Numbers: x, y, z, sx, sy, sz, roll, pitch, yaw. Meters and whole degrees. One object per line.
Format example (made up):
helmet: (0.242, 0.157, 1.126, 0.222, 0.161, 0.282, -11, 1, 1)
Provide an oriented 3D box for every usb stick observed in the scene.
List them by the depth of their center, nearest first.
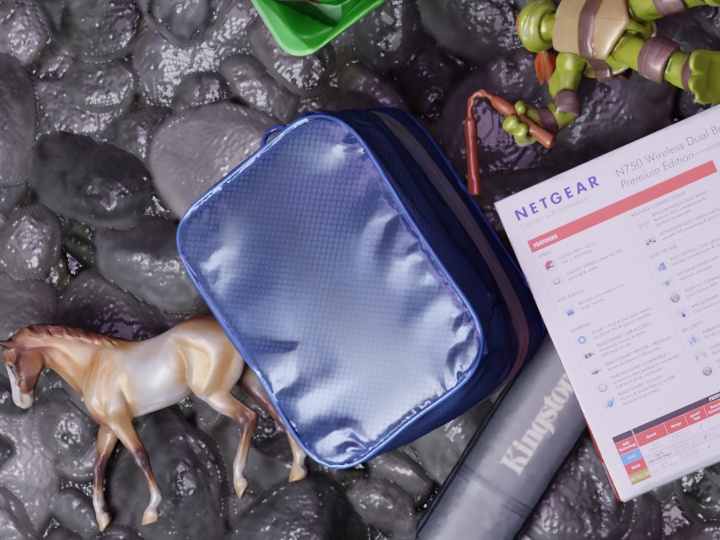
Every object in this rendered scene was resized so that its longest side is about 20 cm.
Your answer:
usb stick: (0.100, 0.090, 1.333, 0.055, 0.033, 0.201, 34, 98, 14)

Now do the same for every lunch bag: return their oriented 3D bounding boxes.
lunch bag: (0.000, 0.000, 1.310, 0.136, 0.132, 0.201, -35, 81, 20)

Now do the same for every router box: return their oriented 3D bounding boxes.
router box: (0.199, 0.006, 1.275, 0.199, 0.049, 0.180, -23, 87, 5)

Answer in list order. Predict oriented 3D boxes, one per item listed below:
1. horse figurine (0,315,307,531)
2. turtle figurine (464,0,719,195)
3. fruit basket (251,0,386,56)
horse figurine: (-0.109, 0.077, 1.385, 0.199, 0.050, 0.133, -15, 91, 16)
turtle figurine: (0.139, -0.126, 1.294, 0.161, 0.064, 0.201, 9, 76, 46)
fruit basket: (0.009, -0.216, 1.274, 0.215, 0.216, 0.156, -35, 81, 13)
